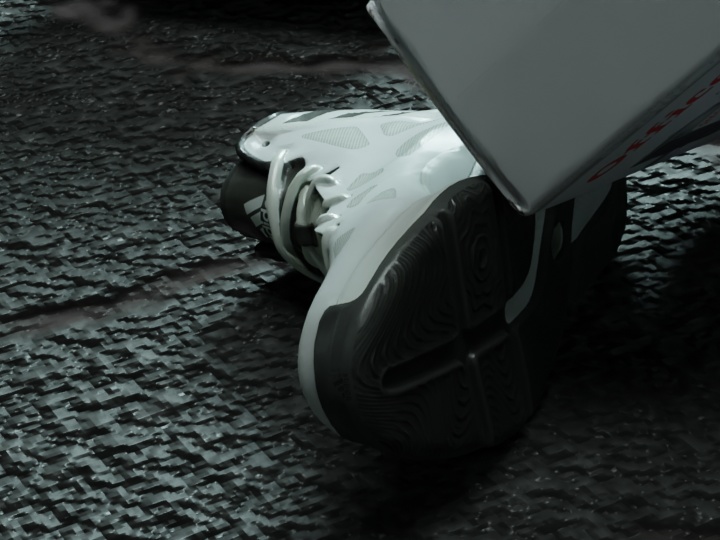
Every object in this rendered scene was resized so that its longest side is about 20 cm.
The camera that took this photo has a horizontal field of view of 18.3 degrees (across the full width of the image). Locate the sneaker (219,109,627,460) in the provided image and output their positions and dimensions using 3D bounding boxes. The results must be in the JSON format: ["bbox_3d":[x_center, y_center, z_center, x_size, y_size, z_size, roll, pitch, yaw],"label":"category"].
[{"bbox_3d":[0.000,0.000,0.668,0.115,0.076,0.200,-2,20,24],"label":"sneaker"}]

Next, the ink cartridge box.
[{"bbox_3d":[0.115,-0.103,0.658,0.085,0.146,0.200,55,32,10],"label":"ink cartridge box"}]
